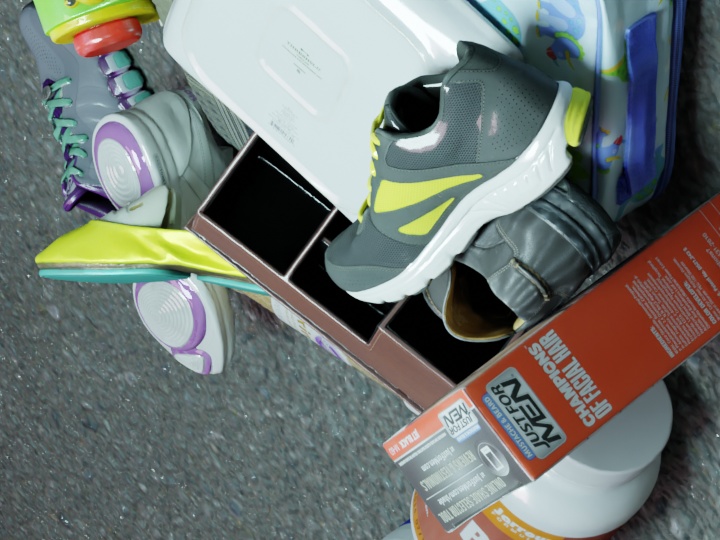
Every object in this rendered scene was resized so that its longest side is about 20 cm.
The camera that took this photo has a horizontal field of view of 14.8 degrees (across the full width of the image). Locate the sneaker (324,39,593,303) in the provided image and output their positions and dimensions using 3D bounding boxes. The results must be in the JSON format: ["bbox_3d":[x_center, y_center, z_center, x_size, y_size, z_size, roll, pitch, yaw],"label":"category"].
[{"bbox_3d":[0.034,-0.056,1.413,0.085,0.074,0.200,37,135,-15],"label":"sneaker"}]

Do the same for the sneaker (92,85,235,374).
[{"bbox_3d":[-0.106,-0.026,1.817,0.075,0.100,0.200,11,126,39],"label":"sneaker"}]

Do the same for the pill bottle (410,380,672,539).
[{"bbox_3d":[0.108,0.117,1.631,0.112,0.112,0.200,50,151,10],"label":"pill bottle"}]

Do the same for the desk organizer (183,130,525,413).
[{"bbox_3d":[0.000,0.000,1.618,0.200,0.072,0.077,38,163,3],"label":"desk organizer"}]

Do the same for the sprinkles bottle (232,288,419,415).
[{"bbox_3d":[0.000,0.026,1.746,0.200,0.068,0.068,33,144,36],"label":"sprinkles bottle"}]

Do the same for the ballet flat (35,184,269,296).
[{"bbox_3d":[-0.104,-0.019,1.729,0.200,0.067,0.067,5,87,17],"label":"ballet flat"}]

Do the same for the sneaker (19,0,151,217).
[{"bbox_3d":[-0.183,-0.093,1.878,0.200,0.088,0.074,52,151,6],"label":"sneaker"}]

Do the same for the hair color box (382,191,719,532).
[{"bbox_3d":[0.118,0.047,1.452,0.064,0.200,0.111,52,151,2],"label":"hair color box"}]

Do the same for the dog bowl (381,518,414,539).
[{"bbox_3d":[0.095,0.239,1.813,0.200,0.079,0.200,37,147,30],"label":"dog bowl"}]

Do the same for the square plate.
[{"bbox_3d":[-0.021,-0.116,1.481,0.200,0.028,0.198,43,144,11],"label":"square plate"}]

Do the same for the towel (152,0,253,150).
[{"bbox_3d":[-0.035,-0.089,1.665,0.193,0.035,0.200,37,166,25],"label":"towel"}]

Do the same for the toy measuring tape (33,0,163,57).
[{"bbox_3d":[-0.157,-0.163,1.695,0.074,0.074,0.200,54,-177,3],"label":"toy measuring tape"}]

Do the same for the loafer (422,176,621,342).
[{"bbox_3d":[0.066,0.004,1.467,0.073,0.072,0.200,43,161,-1],"label":"loafer"}]

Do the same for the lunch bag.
[{"bbox_3d":[0.094,-0.121,1.439,0.161,0.082,0.200,35,145,34],"label":"lunch bag"}]
